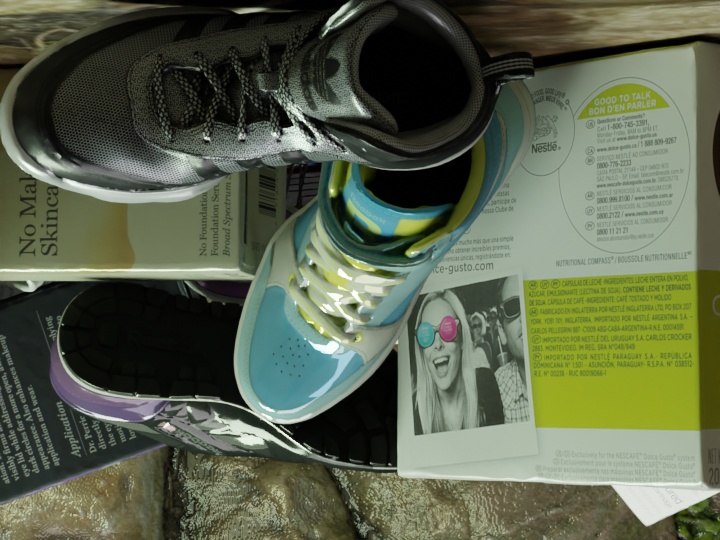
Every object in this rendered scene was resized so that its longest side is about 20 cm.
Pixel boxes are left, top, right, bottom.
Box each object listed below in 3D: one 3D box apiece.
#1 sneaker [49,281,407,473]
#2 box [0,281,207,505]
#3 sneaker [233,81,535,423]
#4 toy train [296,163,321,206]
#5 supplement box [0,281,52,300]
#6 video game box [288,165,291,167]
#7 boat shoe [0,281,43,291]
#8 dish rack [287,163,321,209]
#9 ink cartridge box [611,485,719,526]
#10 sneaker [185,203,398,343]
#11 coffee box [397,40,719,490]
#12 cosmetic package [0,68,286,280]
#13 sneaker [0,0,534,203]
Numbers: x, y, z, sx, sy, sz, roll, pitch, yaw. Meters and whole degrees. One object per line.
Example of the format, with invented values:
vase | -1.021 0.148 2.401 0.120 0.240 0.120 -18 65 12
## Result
sneaker | -0.061 0.061 1.061 0.198 0.076 0.088 17 154 -8
box | -0.179 0.064 1.167 0.198 0.105 0.148 -20 -178 -1
sneaker | -0.005 -0.008 0.910 0.079 0.201 0.131 35 -165 5
toy train | 0.025 -0.036 1.284 0.114 0.088 0.199 -4 -167 -44
supplement box | -0.205 -0.031 1.290 0.198 0.102 0.103 2 -169 -31
video game box | 0.025 -0.032 1.480 0.198 0.047 0.182 2 -163 -29
boat shoe | -0.246 -0.039 1.121 0.198 0.066 0.074 13 145 24
dish rack | -0.094 -0.052 1.175 0.152 0.055 0.199 -1 165 40
ink cartridge box | 0.219 0.032 1.221 0.199 0.129 0.126 -30 -156 26
sneaker | 0.000 0.000 1.122 0.198 0.076 0.100 11 171 -1
coffee box | 0.155 0.003 1.019 0.198 0.200 0.199 3 175 -41
cosmetic package | -0.139 -0.047 1.024 0.198 0.106 0.071 -2 176 16
sneaker | -0.034 -0.070 0.775 0.198 0.076 0.114 -5 179 -13
